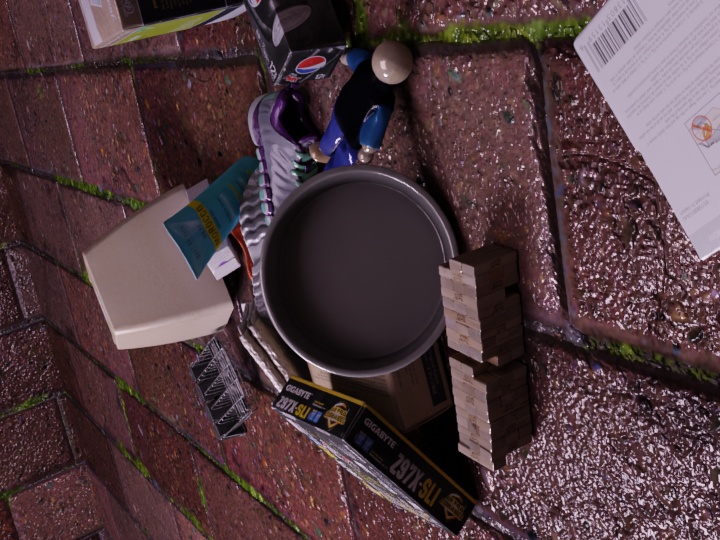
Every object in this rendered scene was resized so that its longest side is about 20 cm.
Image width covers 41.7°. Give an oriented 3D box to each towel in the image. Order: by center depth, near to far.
[{"bbox_3d":[-0.086,0.131,1.183,0.202,0.034,0.133,55,-175,-11],"label":"towel"}]

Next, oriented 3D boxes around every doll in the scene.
[{"bbox_3d":[-0.002,-0.161,0.944,0.200,0.047,0.139,129,138,-57],"label":"doll"}]

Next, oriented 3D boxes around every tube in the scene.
[{"bbox_3d":[-0.176,-0.074,1.163,0.050,0.201,0.078,-20,113,33],"label":"tube"}]

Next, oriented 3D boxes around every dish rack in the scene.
[{"bbox_3d":[-0.222,0.191,1.560,0.156,0.054,0.200,63,149,12],"label":"dish rack"}]

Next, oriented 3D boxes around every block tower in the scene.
[{"bbox_3d":[0.118,0.079,0.878,0.054,0.057,0.205,22,124,54],"label":"block tower"}]

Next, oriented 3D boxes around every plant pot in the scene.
[{"bbox_3d":[-0.320,0.015,1.456,0.204,0.174,0.200,66,163,7],"label":"plant pot"}]

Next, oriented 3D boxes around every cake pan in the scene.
[{"bbox_3d":[0.000,0.000,0.924,0.037,0.196,0.204,-21,-89,-83],"label":"cake pan"}]

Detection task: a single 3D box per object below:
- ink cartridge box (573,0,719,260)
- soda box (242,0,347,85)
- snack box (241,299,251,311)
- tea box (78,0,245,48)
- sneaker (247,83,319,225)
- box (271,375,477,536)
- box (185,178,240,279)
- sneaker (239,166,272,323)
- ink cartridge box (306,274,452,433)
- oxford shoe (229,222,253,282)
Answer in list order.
[{"bbox_3d":[0.231,-0.129,0.557,0.176,0.043,0.200,62,151,13],"label":"ink cartridge box"},{"bbox_3d":[-0.084,-0.295,0.967,0.063,0.069,0.204,-45,62,59],"label":"soda box"},{"bbox_3d":[-0.112,0.077,1.319,0.199,0.024,0.074,-4,102,62],"label":"snack box"},{"bbox_3d":[-0.223,-0.375,1.051,0.133,0.194,0.205,5,112,59],"label":"tea box"},{"bbox_3d":[-0.075,-0.111,1.087,0.087,0.073,0.204,-13,95,57],"label":"sneaker"},{"bbox_3d":[0.014,0.202,1.037,0.200,0.050,0.159,45,163,-27],"label":"box"},{"bbox_3d":[-0.207,-0.061,1.314,0.039,0.041,0.201,62,179,-36],"label":"box"},{"bbox_3d":[-0.098,-0.036,1.173,0.073,0.081,0.205,-6,84,33],"label":"sneaker"},{"bbox_3d":[0.004,0.076,1.057,0.199,0.074,0.168,3,111,59],"label":"ink cartridge box"},{"bbox_3d":[-0.123,-0.020,1.252,0.202,0.070,0.073,59,172,25],"label":"oxford shoe"}]
